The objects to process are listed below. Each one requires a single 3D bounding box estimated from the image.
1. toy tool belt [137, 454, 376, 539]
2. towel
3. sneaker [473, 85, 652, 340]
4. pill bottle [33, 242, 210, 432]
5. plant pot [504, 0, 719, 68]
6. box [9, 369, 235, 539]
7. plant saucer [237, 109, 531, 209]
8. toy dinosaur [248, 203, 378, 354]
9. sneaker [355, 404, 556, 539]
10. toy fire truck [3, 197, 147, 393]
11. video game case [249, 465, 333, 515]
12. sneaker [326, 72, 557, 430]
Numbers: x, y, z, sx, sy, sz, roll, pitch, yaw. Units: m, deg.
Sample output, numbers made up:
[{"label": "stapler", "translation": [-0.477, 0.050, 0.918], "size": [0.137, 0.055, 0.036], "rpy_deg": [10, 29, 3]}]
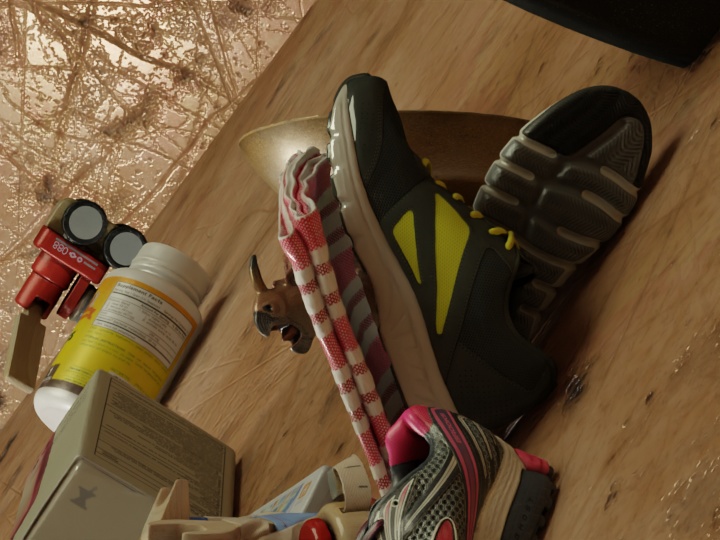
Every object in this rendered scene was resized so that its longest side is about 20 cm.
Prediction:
[{"label": "toy tool belt", "translation": [-0.072, 0.169, 1.269], "size": [0.200, 0.123, 0.125], "rpy_deg": [137, 125, -60]}, {"label": "towel", "translation": [0.003, 0.044, 1.238], "size": [0.030, 0.200, 0.146], "rpy_deg": [-20, 16, 4]}, {"label": "sneaker", "translation": [0.080, -0.016, 1.317], "size": [0.200, 0.075, 0.115], "rpy_deg": [-57, 8, 2]}, {"label": "pill bottle", "translation": [-0.225, 0.074, 2.353], "size": [0.200, 0.109, 0.109], "rpy_deg": [-61, 11, -25]}, {"label": "plant pot", "translation": [0.144, -0.225, 1.370], "size": [0.200, 0.177, 0.200], "rpy_deg": [-54, 11, 9]}, {"label": "box", "translation": [-0.169, 0.173, 1.737], "size": [0.109, 0.128, 0.200], "rpy_deg": [-55, 10, 12]}, {"label": "plant saucer", "translation": [0.026, -0.060, 1.465], "size": [0.200, 0.200, 0.035], "rpy_deg": [155, 116, -71]}, {"label": "toy dinosaur", "translation": [0.000, 0.000, 1.459], "size": [0.086, 0.136, 0.200], "rpy_deg": [-54, 10, 11]}, {"label": "sneaker", "translation": [0.021, 0.147, 1.078], "size": [0.081, 0.075, 0.200], "rpy_deg": [-47, 14, 42]}, {"label": "toy fire truck", "translation": [-0.281, 0.045, 2.515], "size": [0.200, 0.176, 0.129], "rpy_deg": [-57, 11, -2]}, {"label": "video game case", "translation": [-0.090, 0.223, 1.512], "size": [0.182, 0.022, 0.200], "rpy_deg": [-62, 11, -29]}, {"label": "sneaker", "translation": [0.042, -0.010, 1.233], "size": [0.085, 0.200, 0.074], "rpy_deg": [-19, -8, 6]}]
